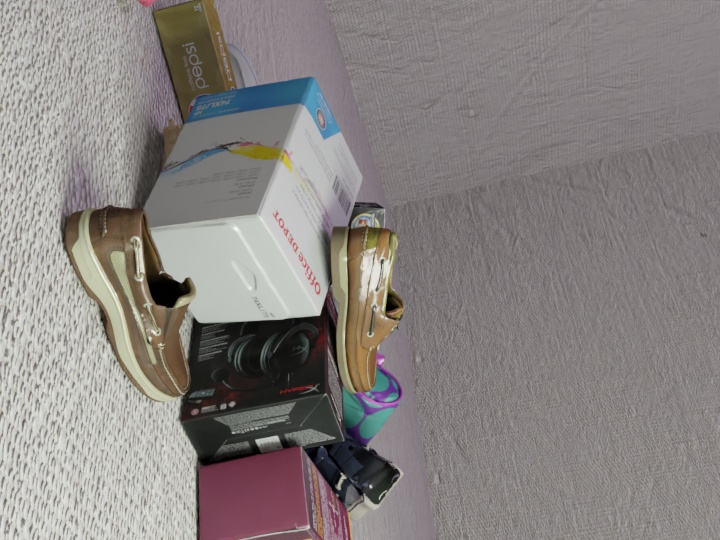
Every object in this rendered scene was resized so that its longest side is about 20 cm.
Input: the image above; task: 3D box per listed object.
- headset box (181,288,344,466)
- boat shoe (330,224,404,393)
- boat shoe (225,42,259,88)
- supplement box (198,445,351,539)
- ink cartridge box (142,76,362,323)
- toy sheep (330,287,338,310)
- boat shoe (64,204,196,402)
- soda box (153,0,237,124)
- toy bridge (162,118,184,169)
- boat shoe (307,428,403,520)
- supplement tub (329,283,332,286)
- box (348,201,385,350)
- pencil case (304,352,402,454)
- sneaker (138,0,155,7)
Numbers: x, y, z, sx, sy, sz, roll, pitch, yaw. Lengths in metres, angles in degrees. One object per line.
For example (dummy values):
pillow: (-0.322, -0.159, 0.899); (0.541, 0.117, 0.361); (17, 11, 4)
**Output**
headset box: (-0.098, 0.095, 1.008); (0.200, 0.148, 0.077); (-93, 169, -50)
boat shoe: (0.011, 0.047, 0.980); (0.072, 0.068, 0.201); (-83, 170, -54)
boat shoe: (-0.168, -0.211, 1.281); (0.067, 0.073, 0.201); (26, 52, -84)
supplement box: (-0.082, 0.266, 0.990); (0.200, 0.110, 0.086); (68, 12, -55)
ink cartridge box: (-0.107, -0.069, 0.981); (0.147, 0.146, 0.200); (62, 33, -42)
toy sheep: (-0.053, 0.088, 1.441); (0.200, 0.137, 0.138); (101, -18, -64)
boat shoe: (-0.174, 0.033, 0.809); (0.075, 0.075, 0.203); (-94, 169, -49)
soda box: (-0.190, -0.228, 1.181); (0.068, 0.064, 0.201); (-75, 151, -75)
toy bridge: (-0.192, -0.069, 1.036); (0.067, 0.027, 0.201); (41, 38, -76)
boat shoe: (-0.012, 0.224, 1.086); (0.093, 0.075, 0.200); (40, -20, 6)
supplement tub: (-0.094, -0.053, 1.307); (0.200, 0.144, 0.145); (-85, 161, -67)
box: (0.000, 0.000, 1.146); (0.200, 0.044, 0.161); (-108, -160, -83)
pencil case: (-0.031, 0.195, 1.161); (0.200, 0.085, 0.092); (-56, -174, 28)
sneaker: (-0.235, -0.379, 1.047); (0.081, 0.074, 0.201); (62, 17, -64)
